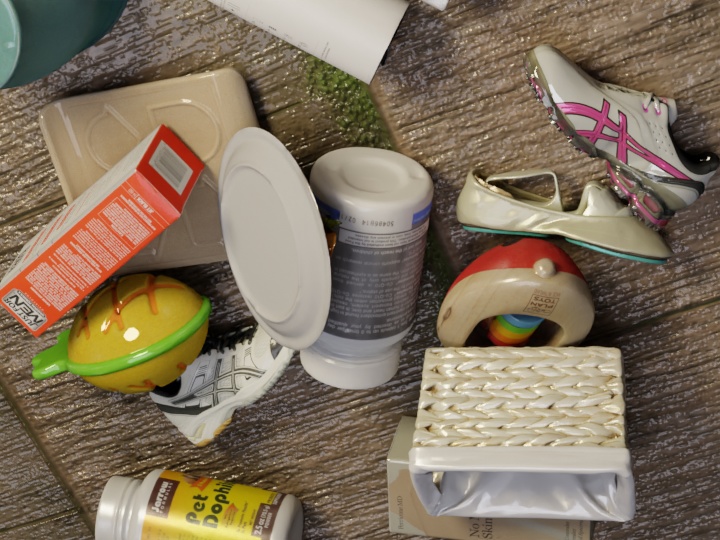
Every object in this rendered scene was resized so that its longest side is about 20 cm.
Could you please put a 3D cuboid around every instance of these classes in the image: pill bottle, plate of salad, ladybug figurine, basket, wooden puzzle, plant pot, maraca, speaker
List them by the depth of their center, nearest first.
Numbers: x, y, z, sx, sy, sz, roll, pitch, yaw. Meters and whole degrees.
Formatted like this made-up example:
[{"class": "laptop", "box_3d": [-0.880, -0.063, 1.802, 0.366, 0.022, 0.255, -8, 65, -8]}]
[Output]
[{"class": "speaker", "box_3d": [-0.059, -0.238, 1.585, 0.199, 0.081, 0.082, 27, 122, -1]}, {"class": "plant pot", "box_3d": [-0.319, -0.241, 1.589, 0.198, 0.188, 0.202, 6, 120, 11]}, {"class": "plate of salad", "box_3d": [-0.070, -0.030, 1.631, 0.200, 0.048, 0.202, 37, 135, 48]}, {"class": "ladybug figurine", "box_3d": [0.140, 0.028, 1.654, 0.135, 0.073, 0.200, 10, 154, -12]}, {"class": "basket", "box_3d": [0.151, 0.147, 1.673, 0.198, 0.124, 0.136, 0, 154, 10]}, {"class": "pill bottle", "box_3d": [0.000, 0.000, 1.684, 0.113, 0.114, 0.201, 12, 121, 8]}, {"class": "wooden puzzle", "box_3d": [-0.179, -0.093, 1.723, 0.198, 0.046, 0.187, -10, 116, 14]}, {"class": "maraca", "box_3d": [-0.229, 0.063, 1.763, 0.199, 0.137, 0.108, -11, 110, 34]}, {"class": "pill bottle", "box_3d": [-0.164, 0.265, 1.879, 0.198, 0.109, 0.110, 10, 121, 9]}]

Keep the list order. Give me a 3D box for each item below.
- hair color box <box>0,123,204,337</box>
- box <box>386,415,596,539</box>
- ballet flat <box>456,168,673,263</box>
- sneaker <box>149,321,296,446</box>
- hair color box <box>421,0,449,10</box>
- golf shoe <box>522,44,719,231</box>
[{"class": "hair color box", "box_3d": [-0.238, -0.036, 1.680, 0.200, 0.102, 0.061, -37, 107, 26]}, {"class": "box", "box_3d": [0.129, 0.206, 1.787, 0.198, 0.078, 0.096, 3, 120, 13]}, {"class": "ballet flat", "box_3d": [0.183, -0.054, 1.639, 0.198, 0.070, 0.070, 10, 121, 10]}, {"class": "sneaker", "box_3d": [-0.132, 0.090, 1.792, 0.088, 0.076, 0.200, 41, 120, -10]}, {"class": "hair color box", "box_3d": [0.006, -0.311, 1.538, 0.199, 0.061, 0.100, 27, 122, -1]}, {"class": "golf shoe", "box_3d": [0.222, -0.130, 1.583, 0.092, 0.073, 0.200, -42, 110, 15]}]
